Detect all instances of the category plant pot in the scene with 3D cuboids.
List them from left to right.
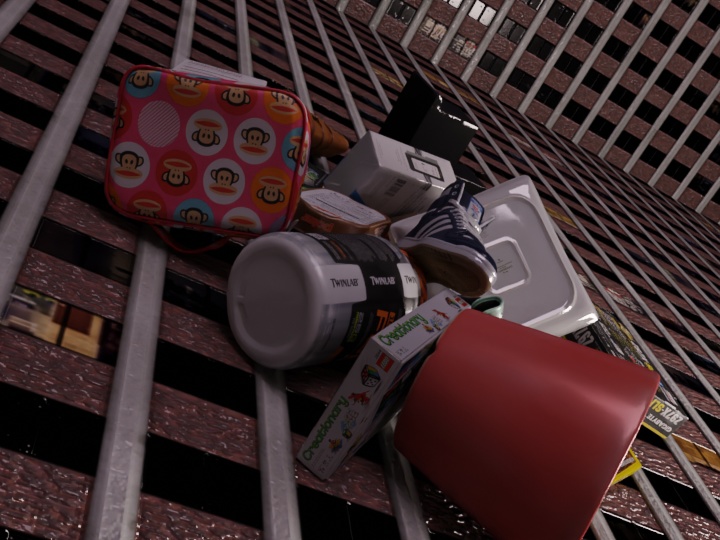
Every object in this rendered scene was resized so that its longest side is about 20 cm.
[{"bbox_3d":[0.136,0.136,0.771,0.176,0.203,0.200,29,19,17],"label":"plant pot"}]

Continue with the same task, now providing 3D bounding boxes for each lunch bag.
[{"bbox_3d":[-0.153,-0.104,0.894,0.196,0.179,0.082,11,6,-2],"label":"lunch bag"}]

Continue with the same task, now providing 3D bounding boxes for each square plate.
[{"bbox_3d":[0.160,0.000,1.039,0.197,0.028,0.201,-20,78,-17],"label":"square plate"}]

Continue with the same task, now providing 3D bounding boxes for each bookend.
[{"bbox_3d":[0.124,-0.175,1.395,0.196,0.202,0.092,16,26,-33],"label":"bookend"}]

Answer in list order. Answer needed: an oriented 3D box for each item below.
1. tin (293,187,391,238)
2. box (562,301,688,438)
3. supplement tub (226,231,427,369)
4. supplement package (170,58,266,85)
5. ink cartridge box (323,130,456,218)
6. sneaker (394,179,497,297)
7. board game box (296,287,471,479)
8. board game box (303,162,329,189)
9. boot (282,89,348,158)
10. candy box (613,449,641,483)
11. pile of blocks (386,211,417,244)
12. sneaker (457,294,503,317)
[{"bbox_3d":[-0.027,-0.065,1.097,0.110,0.042,0.200,22,12,11],"label":"tin"},{"bbox_3d":[0.346,0.119,1.221,0.159,0.049,0.201,33,22,-31],"label":"box"},{"bbox_3d":[-0.024,0.025,0.859,0.122,0.124,0.199,42,24,27],"label":"supplement tub"},{"bbox_3d":[-0.185,-0.165,1.039,0.108,0.115,0.201,15,22,-3],"label":"supplement package"},{"bbox_3d":[0.060,-0.113,1.268,0.198,0.116,0.069,15,47,-38],"label":"ink cartridge box"},{"bbox_3d":[0.108,-0.038,0.926,0.070,0.109,0.200,48,-11,-17],"label":"sneaker"},{"bbox_3d":[0.027,0.092,0.778,0.034,0.127,0.200,36,21,13],"label":"board game box"},{"bbox_3d":[-0.110,-0.128,1.213,0.104,0.024,0.200,33,21,-1],"label":"board game box"},{"bbox_3d":[-0.077,-0.208,1.325,0.153,0.074,0.200,24,8,-36],"label":"boot"},{"bbox_3d":[0.236,0.191,0.960,0.199,0.026,0.103,0,52,-55],"label":"candy box"},{"bbox_3d":[0.058,-0.022,1.189,0.061,0.083,0.200,-13,13,4],"label":"pile of blocks"},{"bbox_3d":[0.146,0.095,0.948,0.198,0.119,0.074,23,21,-26],"label":"sneaker"}]
